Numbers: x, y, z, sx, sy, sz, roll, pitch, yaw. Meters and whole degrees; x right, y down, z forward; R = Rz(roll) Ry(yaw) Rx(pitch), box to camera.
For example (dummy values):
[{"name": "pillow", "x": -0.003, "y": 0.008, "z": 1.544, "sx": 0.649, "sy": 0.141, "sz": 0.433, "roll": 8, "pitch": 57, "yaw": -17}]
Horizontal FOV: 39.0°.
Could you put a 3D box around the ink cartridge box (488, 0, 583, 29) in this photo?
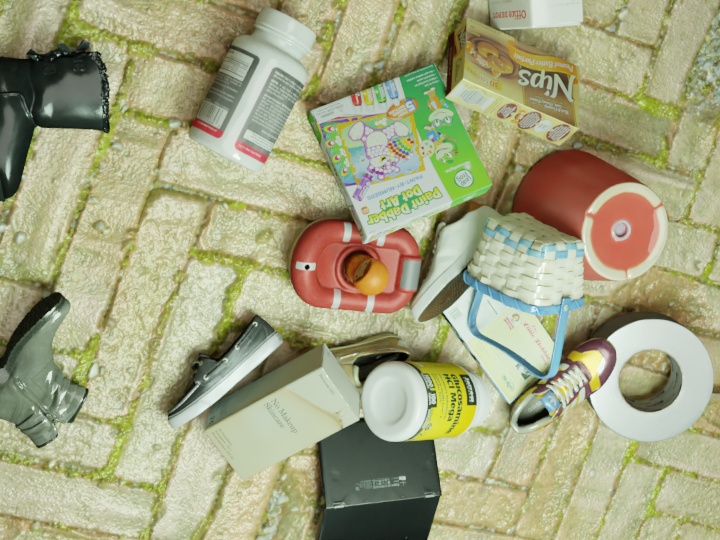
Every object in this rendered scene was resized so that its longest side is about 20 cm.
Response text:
[{"name": "ink cartridge box", "x": 0.237, "y": -0.439, "z": 1.413, "sx": 0.082, "sy": 0.146, "sz": 0.202, "roll": -10, "pitch": 104, "yaw": -14}]

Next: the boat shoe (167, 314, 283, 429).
[{"name": "boat shoe", "x": -0.203, "y": 0.139, "z": 1.440, "sx": 0.200, "sy": 0.070, "sz": 0.066, "roll": -40, "pitch": 93, "yaw": -3}]

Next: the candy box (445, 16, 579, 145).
[{"name": "candy box", "x": 0.221, "y": -0.271, "z": 1.465, "sx": 0.199, "sy": 0.055, "sz": 0.116, "roll": 19, "pitch": 60, "yaw": -21}]

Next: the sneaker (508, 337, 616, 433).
[{"name": "sneaker", "x": 0.313, "y": 0.184, "z": 1.564, "sx": 0.075, "sy": 0.090, "sz": 0.200, "roll": 47, "pitch": 108, "yaw": 7}]

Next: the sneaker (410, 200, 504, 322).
[{"name": "sneaker", "x": 0.130, "y": -0.015, "z": 1.513, "sx": 0.200, "sy": 0.085, "sz": 0.073, "roll": -50, "pitch": 152, "yaw": -3}]

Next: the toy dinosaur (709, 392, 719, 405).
[{"name": "toy dinosaur", "x": 0.573, "y": 0.215, "z": 1.716, "sx": 0.198, "sy": 0.061, "sz": 0.107, "roll": -9, "pitch": 117, "yaw": -5}]

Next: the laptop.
[{"name": "laptop", "x": 0.019, "y": 0.337, "z": 1.581, "sx": 0.186, "sy": 0.116, "sz": 0.202, "roll": -2, "pitch": 74, "yaw": -18}]

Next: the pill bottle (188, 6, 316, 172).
[{"name": "pill bottle", "x": -0.139, "y": -0.242, "z": 1.353, "sx": 0.110, "sy": 0.111, "sz": 0.201, "roll": 26, "pitch": 93, "yaw": -21}]

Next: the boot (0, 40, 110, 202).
[{"name": "boot", "x": -0.403, "y": -0.191, "z": 1.303, "sx": 0.161, "sy": 0.073, "sz": 0.200, "roll": -6, "pitch": 103, "yaw": -20}]

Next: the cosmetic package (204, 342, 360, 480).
[{"name": "cosmetic package", "x": -0.109, "y": 0.201, "z": 1.441, "sx": 0.199, "sy": 0.073, "sz": 0.104, "roll": -30, "pitch": 110, "yaw": 15}]

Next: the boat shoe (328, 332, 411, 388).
[{"name": "boat shoe", "x": -0.019, "y": 0.147, "z": 1.492, "sx": 0.199, "sy": 0.076, "sz": 0.072, "roll": -25, "pitch": 108, "yaw": -11}]

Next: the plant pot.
[{"name": "plant pot", "x": 0.347, "y": -0.072, "z": 1.511, "sx": 0.199, "sy": 0.177, "sz": 0.202, "roll": -3, "pitch": 102, "yaw": -16}]

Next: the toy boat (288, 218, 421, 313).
[{"name": "toy boat", "x": 0.000, "y": 0.000, "z": 1.438, "sx": 0.198, "sy": 0.131, "sz": 0.132, "roll": 5, "pitch": 99, "yaw": -19}]

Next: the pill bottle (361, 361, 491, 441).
[{"name": "pill bottle", "x": 0.103, "y": 0.191, "z": 1.490, "sx": 0.199, "sy": 0.112, "sz": 0.113, "roll": 7, "pitch": 101, "yaw": -49}]

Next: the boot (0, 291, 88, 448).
[{"name": "boot", "x": -0.420, "y": 0.135, "z": 1.374, "sx": 0.130, "sy": 0.068, "sz": 0.200, "roll": 36, "pitch": 97, "yaw": -26}]

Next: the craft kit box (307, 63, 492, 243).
[{"name": "craft kit box", "x": 0.054, "y": -0.166, "z": 1.426, "sx": 0.199, "sy": 0.049, "sz": 0.199, "roll": -23, "pitch": 84, "yaw": -12}]

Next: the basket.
[{"name": "basket", "x": 0.233, "y": 0.032, "z": 1.443, "sx": 0.138, "sy": 0.176, "sz": 0.201, "roll": -2, "pitch": 114, "yaw": -40}]

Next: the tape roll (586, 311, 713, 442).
[{"name": "tape roll", "x": 0.456, "y": 0.169, "z": 1.627, "sx": 0.199, "sy": 0.066, "sz": 0.202, "roll": 0, "pitch": 99, "yaw": 0}]

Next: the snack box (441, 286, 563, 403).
[{"name": "snack box", "x": 0.218, "y": 0.095, "z": 1.578, "sx": 0.116, "sy": 0.037, "sz": 0.200, "roll": -38, "pitch": 110, "yaw": -5}]
